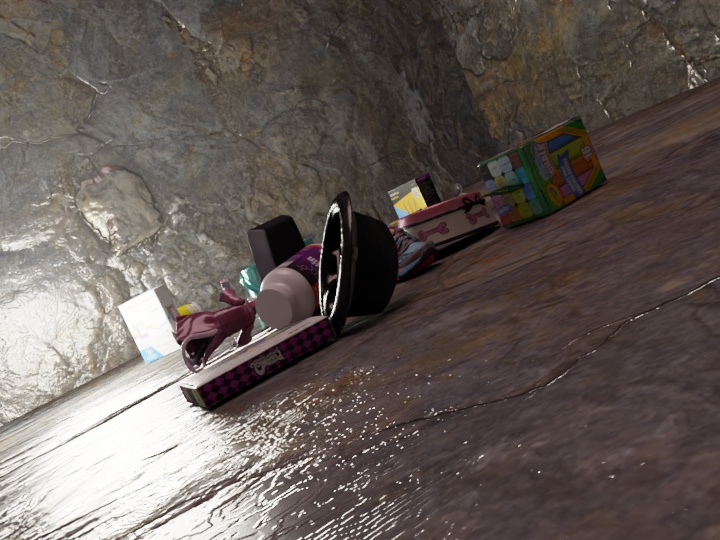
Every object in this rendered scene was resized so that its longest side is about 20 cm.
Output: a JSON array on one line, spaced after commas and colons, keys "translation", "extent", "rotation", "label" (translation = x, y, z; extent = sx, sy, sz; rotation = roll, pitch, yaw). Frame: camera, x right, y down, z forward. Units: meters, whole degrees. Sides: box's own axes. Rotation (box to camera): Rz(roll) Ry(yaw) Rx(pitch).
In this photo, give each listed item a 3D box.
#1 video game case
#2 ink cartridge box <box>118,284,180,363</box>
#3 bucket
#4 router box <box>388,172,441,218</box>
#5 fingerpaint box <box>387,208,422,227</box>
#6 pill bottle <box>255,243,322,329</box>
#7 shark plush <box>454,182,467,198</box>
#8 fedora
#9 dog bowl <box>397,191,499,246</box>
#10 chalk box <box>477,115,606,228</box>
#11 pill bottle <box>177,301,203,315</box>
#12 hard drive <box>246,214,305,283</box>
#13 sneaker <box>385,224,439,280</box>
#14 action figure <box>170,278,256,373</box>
[{"translation": [-0.148, 0.126, 1.121], "extent": [0.198, 0.036, 0.181], "rotation": [-28, 4, -21], "label": "video game case"}, {"translation": [-0.632, 0.163, 2.481], "extent": [0.143, 0.202, 0.085], "rotation": [-24, 4, 18], "label": "ink cartridge box"}, {"translation": [-0.161, 0.024, 1.783], "extent": [0.205, 0.136, 0.207], "rotation": [-26, 4, 2], "label": "bucket"}, {"translation": [0.157, -0.172, 2.200], "extent": [0.051, 0.151, 0.200], "rotation": [-25, 3, -19], "label": "router box"}, {"translation": [0.077, -0.079, 2.054], "extent": [0.198, 0.074, 0.167], "rotation": [-26, 3, 11], "label": "fingerpaint box"}, {"translation": [-0.111, 0.032, 1.488], "extent": [0.111, 0.114, 0.200], "rotation": [-23, 10, 31], "label": "pill bottle"}, {"translation": [0.268, -0.149, 2.104], "extent": [0.083, 0.091, 0.201], "rotation": [-44, 21, 14], "label": "shark plush"}, {"translation": [0.000, -0.008, 1.136], "extent": [0.090, 0.204, 0.200], "rotation": [6, -4, -14], "label": "fedora"}, {"translation": [0.157, -0.089, 1.521], "extent": [0.197, 0.075, 0.200], "rotation": [-19, 0, 0], "label": "dog bowl"}, {"translation": [0.292, -0.156, 1.362], "extent": [0.199, 0.125, 0.124], "rotation": [-29, 6, -28], "label": "chalk box"}, {"translation": [-0.607, 0.190, 2.637], "extent": [0.199, 0.111, 0.109], "rotation": [-29, 5, -37], "label": "pill bottle"}, {"translation": [-0.146, -0.003, 1.597], "extent": [0.042, 0.203, 0.135], "rotation": [-12, 12, 34], "label": "hard drive"}, {"translation": [0.062, -0.034, 1.421], "extent": [0.079, 0.097, 0.199], "rotation": [-28, 4, -27], "label": "sneaker"}, {"translation": [-0.266, 0.096, 1.553], "extent": [0.198, 0.135, 0.149], "rotation": [-29, 5, -9], "label": "action figure"}]
